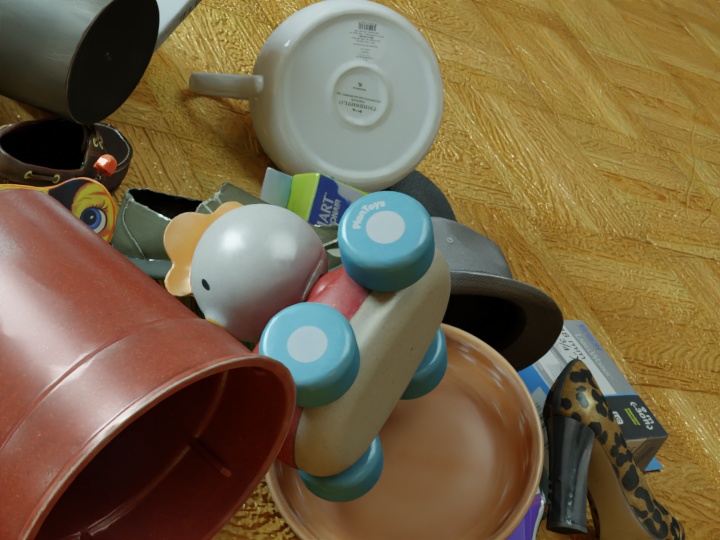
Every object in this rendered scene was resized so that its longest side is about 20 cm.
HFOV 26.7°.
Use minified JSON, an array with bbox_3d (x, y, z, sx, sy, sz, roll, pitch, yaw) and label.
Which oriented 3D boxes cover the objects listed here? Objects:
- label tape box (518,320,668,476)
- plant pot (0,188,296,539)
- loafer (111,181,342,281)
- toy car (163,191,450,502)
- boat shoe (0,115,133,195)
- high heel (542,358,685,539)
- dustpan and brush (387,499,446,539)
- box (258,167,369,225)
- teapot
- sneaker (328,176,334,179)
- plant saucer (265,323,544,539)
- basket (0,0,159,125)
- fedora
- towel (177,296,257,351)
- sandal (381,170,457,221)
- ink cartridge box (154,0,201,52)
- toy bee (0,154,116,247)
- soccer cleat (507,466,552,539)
[{"bbox_3d":[0.207,0.117,1.398,0.200,0.063,0.144,2,46,-49],"label":"label tape box"},{"bbox_3d":[-0.175,0.067,0.886,0.195,0.201,0.201,42,26,25],"label":"plant pot"},{"bbox_3d":[-0.097,-0.028,1.129,0.199,0.070,0.075,3,19,11],"label":"loafer"},{"bbox_3d":[-0.058,0.027,1.023,0.200,0.185,0.177,25,65,21],"label":"toy car"},{"bbox_3d":[-0.230,-0.085,1.160,0.070,0.070,0.200,41,26,6],"label":"boat shoe"},{"bbox_3d":[0.222,0.160,1.269,0.200,0.071,0.143,24,64,-45],"label":"high heel"},{"bbox_3d":[0.021,0.123,1.144,0.199,0.057,0.140,15,43,23],"label":"dustpan and brush"},{"bbox_3d":[0.000,0.000,1.267,0.200,0.122,0.048,21,-13,-32],"label":"box"},{"bbox_3d":[-0.029,-0.163,1.446,0.200,0.197,0.146,53,-15,-17],"label":"teapot"},{"bbox_3d":[0.023,-0.019,1.351,0.200,0.088,0.075,19,31,-36],"label":"sneaker"},{"bbox_3d":[0.030,0.129,1.085,0.199,0.037,0.201,0,60,1],"label":"plant saucer"},{"bbox_3d":[-0.265,-0.203,1.145,0.200,0.136,0.180,30,67,16],"label":"basket"},{"bbox_3d":[0.053,0.018,1.193,0.199,0.177,0.091,-4,60,-8],"label":"fedora"},{"bbox_3d":[-0.153,0.041,1.120,0.200,0.018,0.086,15,35,-38],"label":"towel"},{"bbox_3d":[0.073,-0.015,1.466,0.076,0.043,0.200,-12,65,-48],"label":"sandal"},{"bbox_3d":[-0.246,-0.252,1.272,0.200,0.200,0.041,42,-10,-1],"label":"ink cartridge box"},{"bbox_3d":[-0.213,-0.033,1.038,0.200,0.109,0.131,20,-7,-35],"label":"toy bee"},{"bbox_3d":[0.099,0.194,1.153,0.073,0.068,0.200,27,30,-7],"label":"soccer cleat"}]
